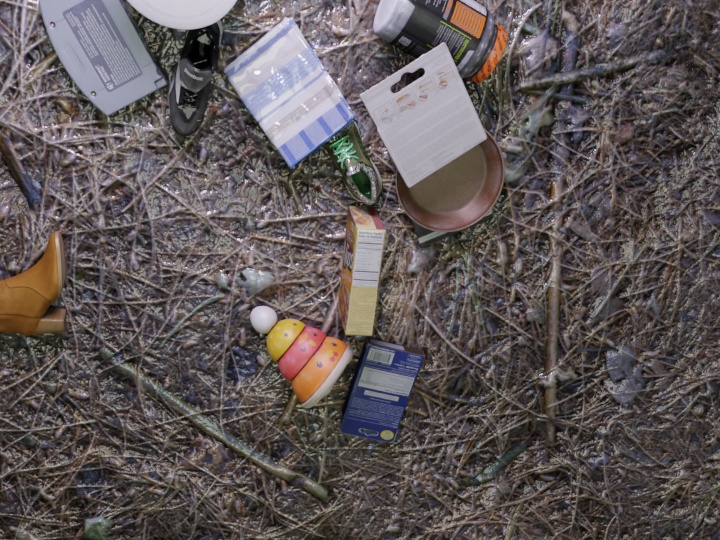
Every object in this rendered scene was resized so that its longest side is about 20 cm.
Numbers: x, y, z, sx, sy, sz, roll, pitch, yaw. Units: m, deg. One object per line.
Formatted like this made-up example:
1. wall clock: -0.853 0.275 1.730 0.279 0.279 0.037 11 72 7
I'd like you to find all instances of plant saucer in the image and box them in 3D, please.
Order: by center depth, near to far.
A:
1. plant saucer: 0.155 -0.169 1.493 0.196 0.037 0.204 -3 112 -8

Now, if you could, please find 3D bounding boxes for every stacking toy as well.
1. stacking toy: -0.125 0.141 1.562 0.199 0.146 0.147 39 103 -5

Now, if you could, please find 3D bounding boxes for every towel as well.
1. towel: -0.116 -0.290 1.391 0.146 0.024 0.201 -34 96 8

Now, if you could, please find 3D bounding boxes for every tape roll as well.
1. tape roll: -0.254 -0.473 1.233 0.198 0.140 0.206 0 126 1

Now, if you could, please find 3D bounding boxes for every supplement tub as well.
1. supplement tub: 0.130 -0.391 1.365 0.198 0.123 0.124 25 107 -18

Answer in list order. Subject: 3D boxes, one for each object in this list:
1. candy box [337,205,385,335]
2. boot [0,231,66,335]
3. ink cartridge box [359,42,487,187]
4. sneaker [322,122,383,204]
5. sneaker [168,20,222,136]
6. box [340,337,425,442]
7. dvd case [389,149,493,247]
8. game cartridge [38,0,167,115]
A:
1. candy box: 0.000 0.000 1.512 0.054 0.116 0.204 2 113 -10
2. boot: -0.580 0.024 1.454 0.141 0.071 0.204 3 117 -13
3. ink cartridge box: 0.101 -0.255 1.379 0.159 0.050 0.201 -31 127 4
4. sneaker: -0.018 -0.195 1.442 0.076 0.089 0.201 -33 113 6
5. sneaker: -0.267 -0.307 1.354 0.065 0.091 0.203 14 110 -13
6. box: 0.039 0.237 1.664 0.119 0.032 0.203 14 108 -14
7. dvd case: 0.145 -0.157 1.524 0.146 0.016 0.203 -22 113 -1
8. game cartridge: -0.411 -0.356 1.341 0.132 0.041 0.202 -27 114 -1
